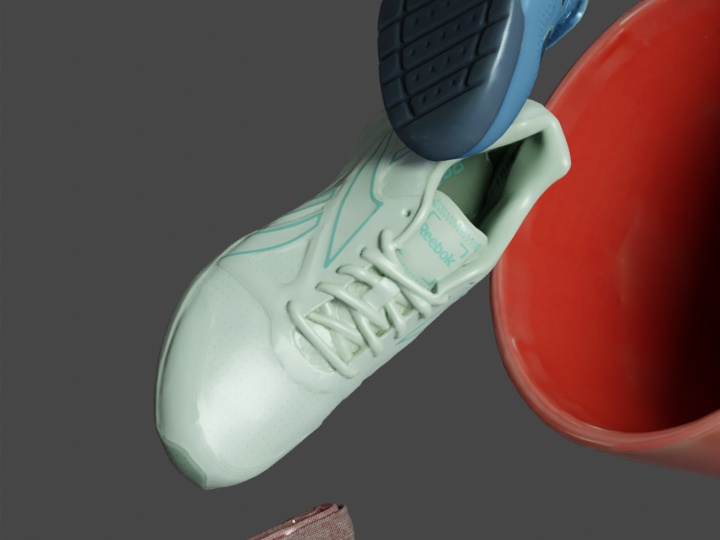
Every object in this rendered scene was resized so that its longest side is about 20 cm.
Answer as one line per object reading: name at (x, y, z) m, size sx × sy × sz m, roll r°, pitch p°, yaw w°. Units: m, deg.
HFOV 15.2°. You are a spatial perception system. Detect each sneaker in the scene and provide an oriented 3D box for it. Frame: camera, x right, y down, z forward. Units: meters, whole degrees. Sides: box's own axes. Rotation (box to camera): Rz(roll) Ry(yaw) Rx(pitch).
sneaker at (0.000, 0.000, 0.999) m, size 0.200 × 0.080 × 0.070 m, roll -49°, pitch 113°, yaw -22°
sneaker at (0.062, -0.119, 1.024) m, size 0.082 × 0.074 × 0.201 m, roll 38°, pitch 50°, yaw -34°

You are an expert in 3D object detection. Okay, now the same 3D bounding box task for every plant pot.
plant pot at (0.181, 0.003, 1.054) m, size 0.177 × 0.200 × 0.201 m, roll 26°, pitch 74°, yaw -38°

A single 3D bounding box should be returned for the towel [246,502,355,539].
towel at (-0.037, 0.204, 1.000) m, size 0.144 × 0.023 × 0.201 m, roll -22°, pitch 101°, yaw -33°
